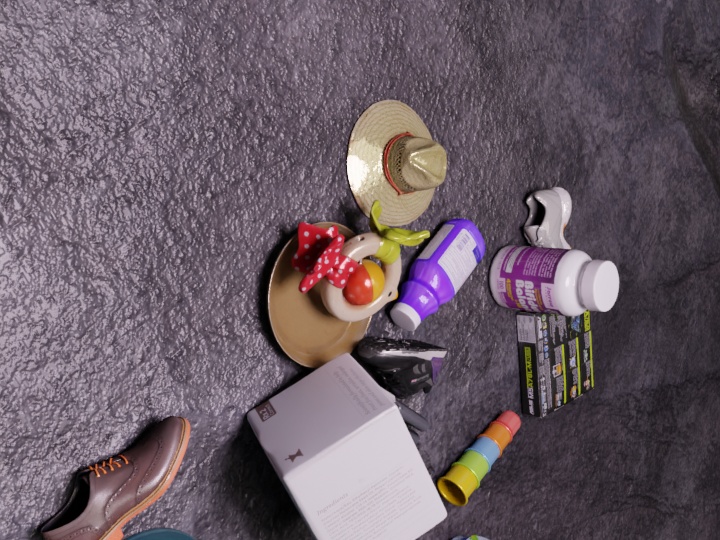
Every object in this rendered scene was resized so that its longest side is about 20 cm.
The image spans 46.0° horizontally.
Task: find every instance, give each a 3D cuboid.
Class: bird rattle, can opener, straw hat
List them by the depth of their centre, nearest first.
[{"bbox_3d":[0.000,0.000,1.144,0.200,0.112,0.164,-31,131,-35],"label":"bird rattle"},{"bbox_3d":[0.080,-0.157,1.248,0.200,0.085,0.202,-7,99,-44],"label":"straw hat"},{"bbox_3d":[0.039,0.208,1.264,0.053,0.066,0.200,-52,138,-1],"label":"can opener"}]

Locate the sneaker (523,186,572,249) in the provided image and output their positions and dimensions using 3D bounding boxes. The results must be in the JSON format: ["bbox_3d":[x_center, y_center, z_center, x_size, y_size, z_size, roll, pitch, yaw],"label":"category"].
[{"bbox_3d":[0.329,-0.049,1.527,0.092,0.076,0.201,-4,89,-37],"label":"sneaker"}]

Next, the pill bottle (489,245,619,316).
[{"bbox_3d":[0.326,0.018,1.431,0.112,0.199,0.113,-6,98,-44],"label":"pill bottle"}]

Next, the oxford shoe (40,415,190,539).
[{"bbox_3d":[-0.270,0.236,0.952,0.200,0.071,0.073,-53,122,-27],"label":"oxford shoe"}]

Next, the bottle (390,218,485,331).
[{"bbox_3d":[0.118,0.008,1.317,0.200,0.065,0.084,-51,126,-29],"label":"bottle"}]

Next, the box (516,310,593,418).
[{"bbox_3d":[0.371,0.154,1.600,0.193,0.047,0.201,-17,105,-45],"label":"box"}]

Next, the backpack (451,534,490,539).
[{"bbox_3d":[0.205,0.537,1.420,0.163,0.153,0.201,-45,145,-30],"label":"backpack"}]

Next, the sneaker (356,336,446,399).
[{"bbox_3d":[0.062,0.151,1.261,0.200,0.075,0.088,12,92,-53],"label":"sneaker"}]

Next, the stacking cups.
[{"bbox_3d":[0.213,0.315,1.446,0.200,0.060,0.061,-37,119,-36],"label":"stacking cups"}]

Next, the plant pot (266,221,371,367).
[{"bbox_3d":[-0.057,0.033,1.173,0.199,0.027,0.201,-5,97,-45],"label":"plant pot"}]

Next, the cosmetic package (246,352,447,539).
[{"bbox_3d":[-0.019,0.254,1.104,0.164,0.165,0.201,-30,119,-12],"label":"cosmetic package"}]

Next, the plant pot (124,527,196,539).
[{"bbox_3d":[-0.196,0.418,0.960,0.199,0.187,0.201,-5,97,-45],"label":"plant pot"}]
